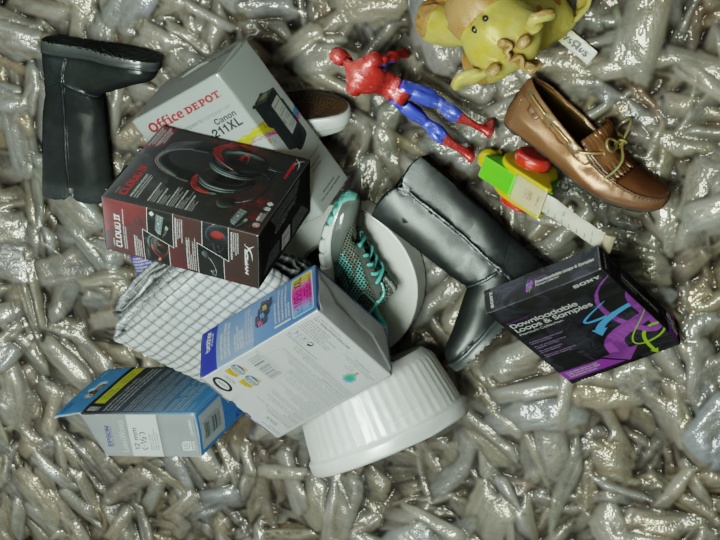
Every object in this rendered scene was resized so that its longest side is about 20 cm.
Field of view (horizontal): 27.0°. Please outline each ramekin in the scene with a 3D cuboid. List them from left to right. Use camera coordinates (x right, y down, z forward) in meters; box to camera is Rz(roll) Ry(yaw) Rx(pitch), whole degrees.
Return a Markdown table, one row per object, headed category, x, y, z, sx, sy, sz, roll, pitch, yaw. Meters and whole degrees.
| category | x | y | z | sx | sy | sz | roll | pitch | yaw |
| --- | --- | --- | --- | --- | --- | --- | --- | --- | --- |
| ramekin | 0.019 | 0.162 | 1.771 | 0.202 | 0.202 | 0.094 | -24 | 90 | 27 |

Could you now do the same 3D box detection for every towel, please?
| category | x | y | z | sx | sy | sz | roll | pitch | yaw |
| --- | --- | --- | --- | --- | --- | --- | --- | --- | --- |
| towel | -0.163 | 0.034 | 1.715 | 0.165 | 0.086 | 0.200 | 31 | 124 | -30 |

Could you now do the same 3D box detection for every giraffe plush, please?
| category | x | y | z | sx | sy | sz | roll | pitch | yaw |
| --- | --- | --- | --- | --- | --- | --- | --- | --- | --- |
| giraffe plush | 0.143 | -0.256 | 1.569 | 0.200 | 0.162 | 0.173 | 25 | 117 | 10 |

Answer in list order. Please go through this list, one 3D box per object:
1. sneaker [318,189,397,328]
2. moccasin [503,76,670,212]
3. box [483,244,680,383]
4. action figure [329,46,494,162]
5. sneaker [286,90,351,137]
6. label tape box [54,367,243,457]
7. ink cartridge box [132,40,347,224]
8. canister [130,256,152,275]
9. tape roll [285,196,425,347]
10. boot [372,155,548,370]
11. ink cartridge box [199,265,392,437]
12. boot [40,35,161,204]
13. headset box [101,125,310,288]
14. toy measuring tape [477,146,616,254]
| category | x | y | z | sx | sy | sz | roll | pitch | yaw |
| --- | --- | --- | --- | --- | --- | --- | --- | --- | --- |
| sneaker | 0.000 | 0.000 | 1.741 | 0.091 | 0.078 | 0.200 | 10 | 123 | 11 |
| moccasin | 0.254 | -0.137 | 1.633 | 0.201 | 0.074 | 0.078 | 41 | 127 | 12 |
| box | 0.247 | 0.053 | 1.661 | 0.143 | 0.036 | 0.200 | -24 | 140 | 27 |
| action figure | 0.051 | -0.205 | 1.689 | 0.200 | 0.099 | 0.065 | 28 | 117 | -17 |
| sneaker | -0.094 | -0.157 | 1.761 | 0.200 | 0.073 | 0.085 | -3 | 126 | 25 |
| label tape box | -0.264 | 0.178 | 1.906 | 0.199 | 0.143 | 0.066 | -4 | 109 | 22 |
| ink cartridge box | -0.136 | -0.136 | 1.691 | 0.146 | 0.083 | 0.200 | -23 | 113 | 37 |
| canister | -0.211 | -0.022 | 1.841 | 0.148 | 0.087 | 0.200 | -13 | 104 | 24 |
| tape roll | -0.021 | 0.009 | 1.809 | 0.202 | 0.037 | 0.203 | 7 | 112 | 18 |
| boot | 0.092 | -0.009 | 1.715 | 0.200 | 0.066 | 0.165 | 41 | 89 | -3 |
| ink cartridge box | -0.085 | 0.100 | 1.672 | 0.200 | 0.076 | 0.136 | -32 | 126 | 22 |
| boot | -0.316 | -0.175 | 1.829 | 0.164 | 0.066 | 0.201 | 14 | 112 | 24 |
| headset box | -0.171 | -0.073 | 1.600 | 0.200 | 0.149 | 0.075 | 14 | 130 | 15 |
| toy measuring tape | 0.212 | -0.082 | 1.652 | 0.200 | 0.073 | 0.074 | 35 | 121 | 30 |
